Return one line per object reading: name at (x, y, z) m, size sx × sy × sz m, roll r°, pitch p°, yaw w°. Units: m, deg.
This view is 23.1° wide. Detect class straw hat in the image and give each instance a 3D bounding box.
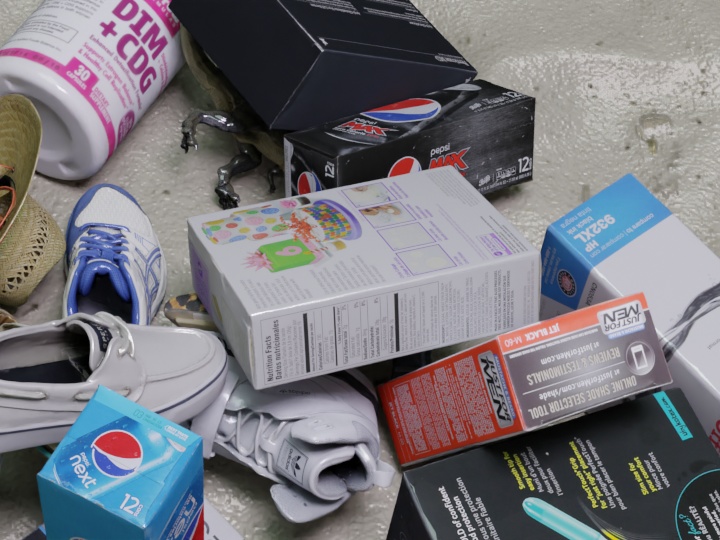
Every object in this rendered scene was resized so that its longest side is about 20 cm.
straw hat at (-0.256, -0.020, 1.242) m, size 0.085 × 0.200 × 0.202 m, roll 36°, pitch 46°, yaw -33°

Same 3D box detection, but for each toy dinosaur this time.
toy dinosaur at (-0.091, -0.104, 1.329) m, size 0.200 × 0.047 × 0.088 m, roll 46°, pitch 62°, yaw -9°

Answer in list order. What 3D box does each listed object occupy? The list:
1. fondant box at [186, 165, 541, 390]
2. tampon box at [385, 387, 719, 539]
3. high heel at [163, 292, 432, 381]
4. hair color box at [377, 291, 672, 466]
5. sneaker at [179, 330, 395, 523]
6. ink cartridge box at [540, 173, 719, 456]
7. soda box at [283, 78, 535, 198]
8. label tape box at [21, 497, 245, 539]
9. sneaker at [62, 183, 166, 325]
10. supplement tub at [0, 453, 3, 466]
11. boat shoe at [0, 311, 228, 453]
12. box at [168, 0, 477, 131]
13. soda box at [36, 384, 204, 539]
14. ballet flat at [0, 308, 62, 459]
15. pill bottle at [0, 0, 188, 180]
fondant box at (0.000, 0.000, 1.163) m, size 0.199 × 0.059 × 0.144 m, roll -11°, pitch 30°, yaw -18°
tampon box at (0.135, 0.190, 1.117) m, size 0.199 × 0.127 × 0.151 m, roll -15°, pitch 58°, yaw -17°
high heel at (-0.040, 0.004, 1.261) m, size 0.199 × 0.072 × 0.143 m, roll 12°, pitch 56°, yaw -15°
hair color box at (0.101, 0.073, 1.143) m, size 0.110 × 0.200 × 0.064 m, roll -15°, pitch 85°, yaw -24°
sneaker at (-0.071, 0.100, 1.149) m, size 0.199 × 0.076 × 0.115 m, roll 9°, pitch 23°, yaw -20°
ink cartridge box at (0.210, 0.058, 1.209) m, size 0.083 × 0.146 × 0.200 m, roll -31°, pitch 63°, yaw -25°
soda box at (0.039, -0.084, 1.299) m, size 0.199 × 0.071 × 0.063 m, roll -19°, pitch 30°, yaw -37°
label tape box at (-0.121, 0.227, 1.099) m, size 0.144 × 0.063 × 0.200 m, roll -36°, pitch 65°, yaw -27°
sneaker at (-0.173, 0.007, 1.236) m, size 0.075 × 0.088 × 0.201 m, roll -4°, pitch 54°, yaw -7°
supplement tub at (-0.342, 0.103, 1.110) m, size 0.199 × 0.146 × 0.146 m, roll 28°, pitch 56°, yaw 14°
boat shoe at (-0.166, 0.057, 1.070) m, size 0.199 × 0.066 × 0.072 m, roll -6°, pitch 44°, yaw -29°
box at (-0.025, -0.173, 1.329) m, size 0.199 × 0.079 × 0.141 m, roll 0°, pitch 42°, yaw -53°
soda box at (-0.130, 0.153, 0.987) m, size 0.067 × 0.201 × 0.064 m, roll 24°, pitch 56°, yaw 12°
ballet flat at (-0.207, 0.075, 1.141) m, size 0.200 × 0.067 × 0.063 m, roll 29°, pitch 86°, yaw 47°
pill bottle at (-0.194, -0.174, 1.346) m, size 0.113 × 0.114 × 0.201 m, roll 25°, pitch 55°, yaw 11°
